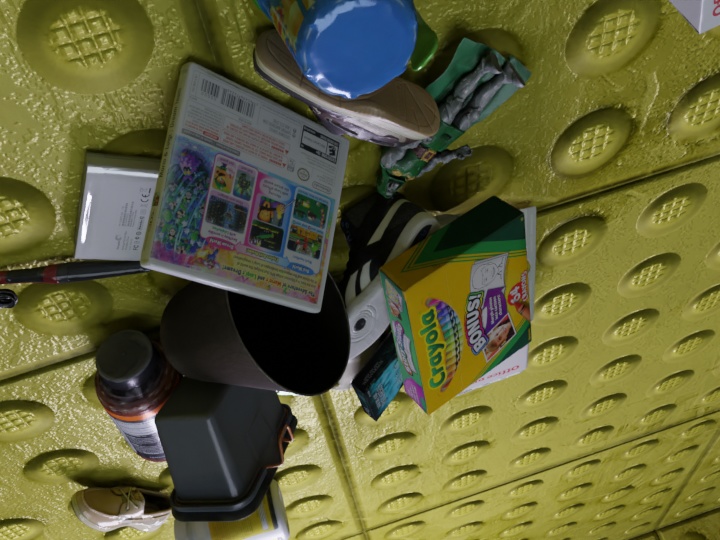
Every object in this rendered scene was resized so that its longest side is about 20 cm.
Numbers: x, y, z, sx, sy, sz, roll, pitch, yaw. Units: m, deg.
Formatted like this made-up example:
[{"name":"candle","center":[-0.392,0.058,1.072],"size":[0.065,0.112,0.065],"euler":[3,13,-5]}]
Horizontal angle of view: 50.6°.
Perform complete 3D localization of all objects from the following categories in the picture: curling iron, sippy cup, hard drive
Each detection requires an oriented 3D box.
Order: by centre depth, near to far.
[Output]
[{"name":"sippy cup","center":[-0.016,-0.215,0.602],"size":[0.173,0.132,0.141],"euler":[-11,143,-12]},{"name":"hard drive","center":[-0.194,-0.060,0.805],"size":[0.195,0.027,0.133],"euler":[1,139,-27]},{"name":"curling iron","center":[-0.326,0.009,0.828],"size":[0.195,0.026,0.050],"euler":[-12,137,-9]}]

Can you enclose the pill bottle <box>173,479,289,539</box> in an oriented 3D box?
[{"name":"pill bottle","center":[-0.233,0.462,1.386],"size":[0.195,0.114,0.113],"euler":[-15,144,-7]}]

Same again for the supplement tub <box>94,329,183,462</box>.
[{"name":"supplement tub","center":[-0.275,0.159,0.980],"size":[0.104,0.109,0.202],"euler":[-14,143,-8]}]

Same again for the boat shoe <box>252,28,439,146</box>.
[{"name":"boat shoe","center":[-0.017,-0.161,0.720],"size":[0.196,0.074,0.065],"euler":[13,150,-29]}]

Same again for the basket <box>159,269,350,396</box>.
[{"name":"basket","center":[-0.131,0.058,0.844],"size":[0.198,0.136,0.182],"euler":[-13,116,49]}]

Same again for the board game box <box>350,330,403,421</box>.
[{"name":"board game box","center":[0.046,0.135,1.076],"size":[0.136,0.028,0.201],"euler":[-51,163,-12]}]

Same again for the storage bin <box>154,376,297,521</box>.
[{"name":"storage bin","center":[-0.165,0.190,0.956],"size":[0.142,0.201,0.137],"euler":[-6,117,19]}]

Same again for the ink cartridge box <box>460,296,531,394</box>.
[{"name":"ink cartridge box","center":[0.169,0.088,1.123],"size":[0.143,0.084,0.202],"euler":[-18,144,-3]}]

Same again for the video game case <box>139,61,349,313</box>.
[{"name":"video game case","center":[-0.101,-0.071,0.726],"size":[0.197,0.187,0.023],"euler":[18,168,-42]}]

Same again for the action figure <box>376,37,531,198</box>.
[{"name":"action figure","center":[0.083,-0.147,0.808],"size":[0.116,0.056,0.200],"euler":[12,137,-40]}]

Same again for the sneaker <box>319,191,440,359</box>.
[{"name":"sneaker","center":[0.000,0.000,0.889],"size":[0.202,0.112,0.073],"euler":[-53,141,3]}]

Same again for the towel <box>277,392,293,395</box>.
[{"name":"towel","center":[-0.123,0.130,1.090],"size":[0.195,0.024,0.154],"euler":[6,136,-29]}]

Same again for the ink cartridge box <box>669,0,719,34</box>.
[{"name":"ink cartridge box","center":[0.378,-0.330,0.685],"size":[0.196,0.084,0.146],"euler":[-25,145,6]}]

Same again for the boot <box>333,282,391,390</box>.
[{"name":"boot","center":[-0.038,0.091,1.018],"size":[0.196,0.073,0.157],"euler":[-2,131,-31]}]

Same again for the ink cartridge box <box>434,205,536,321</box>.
[{"name":"ink cartridge box","center":[0.138,0.006,0.979],"size":[0.196,0.047,0.165],"euler":[-13,110,-28]}]

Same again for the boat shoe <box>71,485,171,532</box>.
[{"name":"boat shoe","center":[-0.385,0.383,1.252],"size":[0.065,0.073,0.199],"euler":[-39,143,11]}]

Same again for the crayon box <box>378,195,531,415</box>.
[{"name":"crayon box","center":[0.117,0.044,0.887],"size":[0.171,0.058,0.203],"euler":[-32,132,-20]}]
